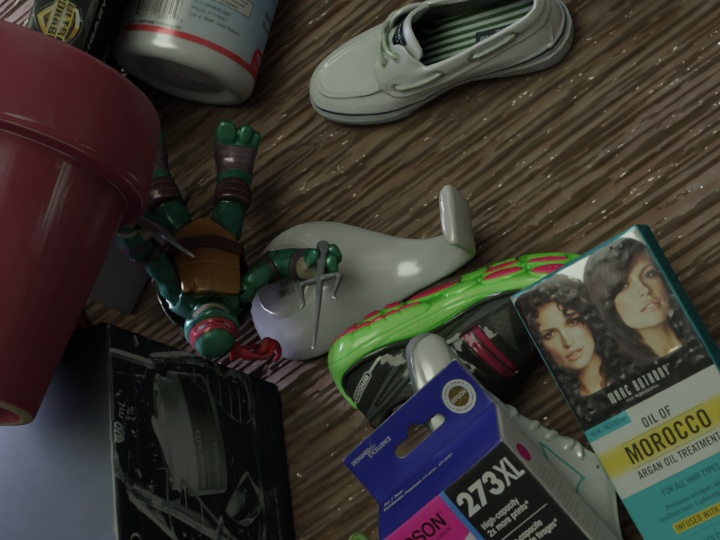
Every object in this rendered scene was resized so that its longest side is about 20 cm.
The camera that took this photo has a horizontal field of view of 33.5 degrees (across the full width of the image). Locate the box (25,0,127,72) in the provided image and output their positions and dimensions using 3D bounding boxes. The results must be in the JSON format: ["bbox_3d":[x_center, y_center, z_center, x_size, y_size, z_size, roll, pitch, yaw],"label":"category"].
[{"bbox_3d":[-0.197,-0.216,0.905,0.049,0.198,0.201,16,80,-7],"label":"box"}]

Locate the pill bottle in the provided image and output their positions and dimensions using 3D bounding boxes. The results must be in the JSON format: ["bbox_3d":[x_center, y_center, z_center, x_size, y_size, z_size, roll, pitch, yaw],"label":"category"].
[{"bbox_3d":[-0.109,-0.236,0.904,0.108,0.109,0.201,10,80,31],"label":"pill bottle"}]

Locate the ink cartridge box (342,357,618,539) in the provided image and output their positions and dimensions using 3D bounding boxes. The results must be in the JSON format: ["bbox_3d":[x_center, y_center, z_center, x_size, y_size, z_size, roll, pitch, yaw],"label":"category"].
[{"bbox_3d":[0.081,0.153,0.635,0.095,0.037,0.200,-44,82,21],"label":"ink cartridge box"}]

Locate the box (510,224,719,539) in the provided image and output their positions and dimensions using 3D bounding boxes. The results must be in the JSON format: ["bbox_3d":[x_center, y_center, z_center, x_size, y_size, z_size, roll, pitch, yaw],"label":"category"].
[{"bbox_3d":[0.167,0.081,0.649,0.082,0.049,0.201,-31,82,17],"label":"box"}]

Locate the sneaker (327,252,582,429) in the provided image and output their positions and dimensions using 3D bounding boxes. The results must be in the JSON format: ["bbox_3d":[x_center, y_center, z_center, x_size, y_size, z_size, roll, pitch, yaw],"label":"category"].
[{"bbox_3d":[0.080,0.044,0.746,0.199,0.077,0.084,-20,97,18],"label":"sneaker"}]

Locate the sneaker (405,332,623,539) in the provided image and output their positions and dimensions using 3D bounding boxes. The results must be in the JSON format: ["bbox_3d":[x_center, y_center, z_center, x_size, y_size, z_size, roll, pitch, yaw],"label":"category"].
[{"bbox_3d":[0.096,0.115,0.687,0.080,0.070,0.201,-33,89,2],"label":"sneaker"}]

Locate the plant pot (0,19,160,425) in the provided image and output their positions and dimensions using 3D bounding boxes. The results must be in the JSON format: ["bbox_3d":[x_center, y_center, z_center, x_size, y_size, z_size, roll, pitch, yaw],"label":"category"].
[{"bbox_3d":[-0.222,-0.017,0.643,0.199,0.200,0.180,-1,71,29],"label":"plant pot"}]

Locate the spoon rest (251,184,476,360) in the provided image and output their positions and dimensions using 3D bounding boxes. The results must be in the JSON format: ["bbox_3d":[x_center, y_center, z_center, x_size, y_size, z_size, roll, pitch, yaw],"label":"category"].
[{"bbox_3d":[0.000,0.000,0.810,0.199,0.060,0.100,-20,64,37],"label":"spoon rest"}]

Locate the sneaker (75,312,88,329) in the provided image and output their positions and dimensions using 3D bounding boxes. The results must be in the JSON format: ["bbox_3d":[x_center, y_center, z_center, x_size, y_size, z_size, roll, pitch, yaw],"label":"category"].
[{"bbox_3d":[-0.246,0.072,0.904,0.075,0.081,0.200,-41,60,14],"label":"sneaker"}]

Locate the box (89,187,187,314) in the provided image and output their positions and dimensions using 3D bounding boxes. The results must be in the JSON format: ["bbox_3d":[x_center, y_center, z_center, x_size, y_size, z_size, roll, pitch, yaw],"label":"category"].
[{"bbox_3d":[-0.256,-0.064,0.879,0.152,0.200,0.107,23,86,33],"label":"box"}]

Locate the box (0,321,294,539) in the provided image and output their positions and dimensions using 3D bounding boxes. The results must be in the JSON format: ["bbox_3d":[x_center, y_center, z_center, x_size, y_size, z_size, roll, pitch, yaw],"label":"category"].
[{"bbox_3d":[-0.139,0.160,0.747,0.123,0.196,0.201,-18,67,24],"label":"box"}]

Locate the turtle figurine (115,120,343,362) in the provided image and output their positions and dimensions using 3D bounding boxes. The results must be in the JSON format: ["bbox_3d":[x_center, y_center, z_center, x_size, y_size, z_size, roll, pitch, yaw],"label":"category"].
[{"bbox_3d":[-0.100,-0.014,0.783,0.101,0.149,0.201,-57,36,36],"label":"turtle figurine"}]

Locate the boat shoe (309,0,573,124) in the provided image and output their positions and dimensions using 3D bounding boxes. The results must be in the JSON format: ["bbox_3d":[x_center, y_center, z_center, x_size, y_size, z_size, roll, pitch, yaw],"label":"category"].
[{"bbox_3d":[0.043,-0.157,0.819,0.199,0.067,0.074,-16,67,25],"label":"boat shoe"}]

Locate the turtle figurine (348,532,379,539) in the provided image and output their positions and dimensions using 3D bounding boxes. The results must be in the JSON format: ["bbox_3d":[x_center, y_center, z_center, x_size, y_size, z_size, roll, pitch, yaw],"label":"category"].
[{"bbox_3d":[0.012,0.211,0.651,0.199,0.194,0.145,-5,70,25],"label":"turtle figurine"}]
